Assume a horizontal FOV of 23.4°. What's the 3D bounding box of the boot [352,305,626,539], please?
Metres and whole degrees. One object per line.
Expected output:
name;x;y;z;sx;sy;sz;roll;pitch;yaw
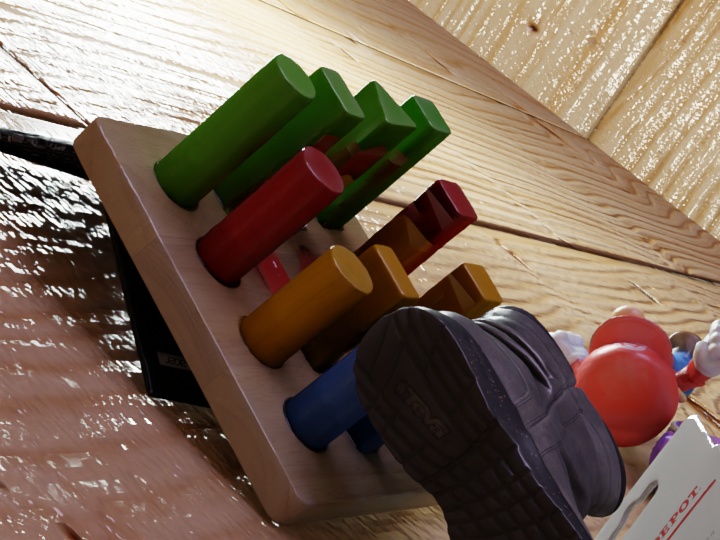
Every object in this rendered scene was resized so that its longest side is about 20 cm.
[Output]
boot;0.082;0.101;0.714;0.131;0.069;0.202;6;60;-61

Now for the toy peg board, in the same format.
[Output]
toy peg board;0.000;0.000;0.803;0.199;0.098;0.200;6;49;-60

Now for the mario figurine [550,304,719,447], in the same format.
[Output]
mario figurine;0.198;0.055;1.232;0.106;0.123;0.200;50;11;9

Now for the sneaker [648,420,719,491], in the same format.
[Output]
sneaker;0.238;0.152;1.103;0.114;0.073;0.200;29;3;-12

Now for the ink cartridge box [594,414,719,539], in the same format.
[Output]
ink cartridge box;0.159;0.157;0.746;0.067;0.116;0.200;32;14;-14

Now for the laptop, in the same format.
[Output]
laptop;-0.105;0.003;0.869;0.198;0.104;0.177;12;-4;36
